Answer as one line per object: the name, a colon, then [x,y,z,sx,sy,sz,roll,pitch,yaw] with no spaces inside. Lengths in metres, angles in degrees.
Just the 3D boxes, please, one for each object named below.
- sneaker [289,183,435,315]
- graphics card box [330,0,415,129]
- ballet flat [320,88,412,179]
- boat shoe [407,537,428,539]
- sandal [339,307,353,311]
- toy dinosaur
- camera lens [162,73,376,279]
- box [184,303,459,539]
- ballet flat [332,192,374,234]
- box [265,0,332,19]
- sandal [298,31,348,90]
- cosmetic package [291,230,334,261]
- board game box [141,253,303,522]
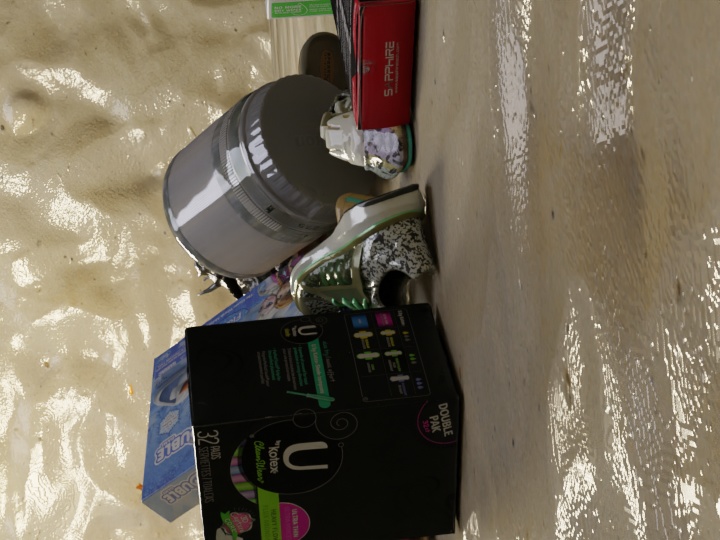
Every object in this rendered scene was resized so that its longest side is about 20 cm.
sneaker: [0.003,0.011,1.119,0.089,0.077,0.200,67,150,17]
graphics card box: [0.007,-0.229,1.133,0.126,0.051,0.200,90,171,-45]
ballet flat: [-0.001,-0.122,1.207,0.200,0.072,0.072,-116,21,-73]
boat shoe: [0.032,0.206,1.202,0.069,0.073,0.201,-161,66,-68]
sandal: [-0.005,0.099,1.256,0.087,0.079,0.201,12,109,39]
toy dinosaur: [-0.104,0.023,1.519,0.200,0.077,0.102,41,144,33]
camera lens: [-0.097,-0.093,1.390,0.200,0.160,0.161,-31,58,46]
box: [-0.031,0.126,1.061,0.124,0.199,0.149,-105,12,-53]
ballet flat: [0.000,0.000,1.295,0.069,0.063,0.200,-54,-20,-40]
box: [-0.072,-0.415,1.512,0.177,0.096,0.201,100,164,-66]
sandal: [-0.030,-0.180,1.490,0.054,0.080,0.201,143,129,-58]
cosmetic package: [-0.033,-0.011,1.514,0.104,0.087,0.200,91,172,-49]
board game box: [-0.114,0.106,1.257,0.043,0.200,0.199,43,-157,-30]
